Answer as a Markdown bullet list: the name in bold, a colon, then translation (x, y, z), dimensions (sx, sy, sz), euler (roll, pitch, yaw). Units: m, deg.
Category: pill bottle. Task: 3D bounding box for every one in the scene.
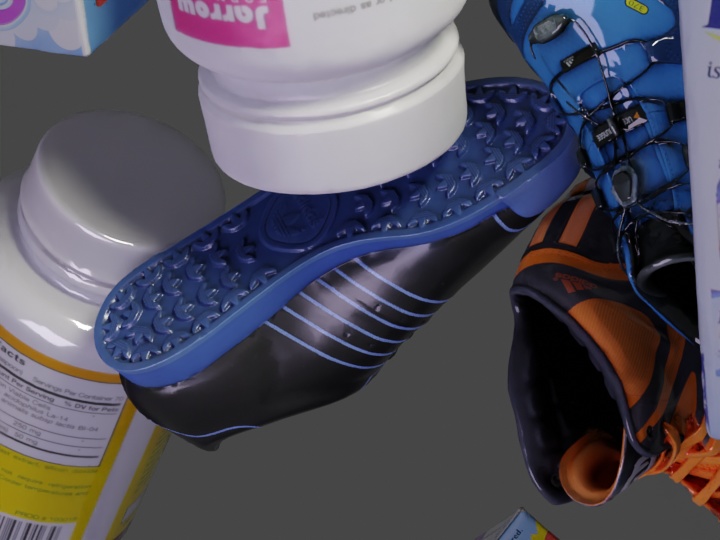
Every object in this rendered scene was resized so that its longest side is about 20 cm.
- **pill bottle**: translation (-0.121, 0.031, 1.027), dimensions (0.109, 0.109, 0.200), euler (33, 131, 7)
- **pill bottle**: translation (-0.021, -0.135, 0.851), dimensions (0.113, 0.113, 0.200), euler (7, 124, 27)

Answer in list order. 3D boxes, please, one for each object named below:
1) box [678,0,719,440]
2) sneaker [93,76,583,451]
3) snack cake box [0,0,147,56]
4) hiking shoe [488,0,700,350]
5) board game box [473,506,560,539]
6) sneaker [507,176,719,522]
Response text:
- **box**: translation (0.176, -0.069, 0.734), dimensions (0.105, 0.184, 0.200), euler (10, 125, 27)
- **sneaker**: translation (0.000, 0.000, 0.937), dimensions (0.200, 0.070, 0.078), euler (-27, 140, 8)
- **snack cake box**: translation (-0.160, -0.146, 0.926), dimensions (0.200, 0.115, 0.067), euler (10, 126, 26)
- **hiking shoe**: translation (0.112, -0.037, 0.857), dimensions (0.200, 0.087, 0.074), euler (48, 130, -7)
- **board game box**: translation (0.100, 0.204, 0.996), dimensions (0.200, 0.103, 0.105), euler (40, 162, 1)
- **sneaker**: translation (0.118, 0.069, 0.909), dimensions (0.200, 0.112, 0.078), euler (49, 132, -7)
